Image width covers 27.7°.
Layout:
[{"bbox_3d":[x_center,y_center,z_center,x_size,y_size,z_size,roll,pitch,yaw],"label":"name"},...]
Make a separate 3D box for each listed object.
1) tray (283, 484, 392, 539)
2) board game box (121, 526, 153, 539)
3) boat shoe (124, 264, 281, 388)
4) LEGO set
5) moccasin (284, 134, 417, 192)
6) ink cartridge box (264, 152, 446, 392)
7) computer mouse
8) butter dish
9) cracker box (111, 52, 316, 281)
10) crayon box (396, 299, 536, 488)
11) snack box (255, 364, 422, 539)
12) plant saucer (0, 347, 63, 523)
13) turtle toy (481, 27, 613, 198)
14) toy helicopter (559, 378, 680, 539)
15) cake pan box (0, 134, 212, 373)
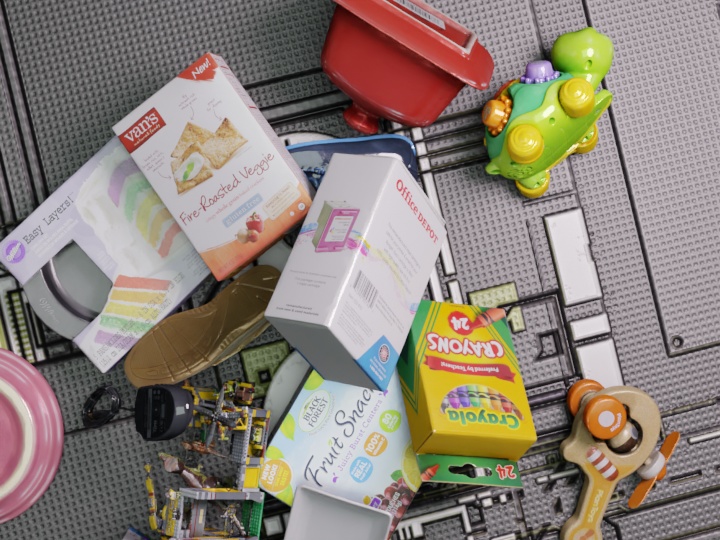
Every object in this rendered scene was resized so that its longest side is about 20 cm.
[{"bbox_3d":[-0.035,0.319,1.568,0.106,0.022,0.202,17,118,4],"label":"tray"},{"bbox_3d":[-0.201,0.332,1.511,0.134,0.200,0.045,31,86,-3],"label":"board game box"},{"bbox_3d":[-0.161,0.072,1.585,0.199,0.069,0.074,-31,70,-7],"label":"boat shoe"},{"bbox_3d":[-0.179,0.209,1.531,0.153,0.115,0.202,16,94,41],"label":"LEGO set"},{"bbox_3d":[-0.033,-0.101,1.586,0.198,0.081,0.069,-12,67,-3],"label":"moccasin"},{"bbox_3d":[0.000,0.000,1.504,0.084,0.145,0.201,9,64,33],"label":"ink cartridge box"},{"bbox_3d":[-0.233,0.148,1.535,0.034,0.199,0.059,7,83,-40],"label":"computer mouse"},{"bbox_3d":[0.030,-0.215,1.566,0.199,0.200,0.149,30,110,-2],"label":"butter dish"},{"bbox_3d":[-0.149,-0.109,1.536,0.134,0.058,0.201,-36,87,10],"label":"cracker box"},{"bbox_3d":[0.110,0.128,1.541,0.126,0.051,0.201,7,52,-24],"label":"crayon box"},{"bbox_3d":[-0.003,0.182,1.594,0.168,0.068,0.201,32,86,-3],"label":"snack box"},{"bbox_3d":[-0.423,0.180,1.575,0.198,0.051,0.203,0,89,-5],"label":"plant saucer"},{"bbox_3d":[0.206,-0.179,1.591,0.200,0.146,0.101,-43,70,-4],"label":"turtle toy"},{"bbox_3d":[0.279,0.227,1.620,0.131,0.079,0.202,16,98,-12],"label":"toy helicopter"},{"bbox_3d":[-0.273,-0.016,1.590,0.200,0.052,0.184,-42,89,-4],"label":"cake pan box"}]
